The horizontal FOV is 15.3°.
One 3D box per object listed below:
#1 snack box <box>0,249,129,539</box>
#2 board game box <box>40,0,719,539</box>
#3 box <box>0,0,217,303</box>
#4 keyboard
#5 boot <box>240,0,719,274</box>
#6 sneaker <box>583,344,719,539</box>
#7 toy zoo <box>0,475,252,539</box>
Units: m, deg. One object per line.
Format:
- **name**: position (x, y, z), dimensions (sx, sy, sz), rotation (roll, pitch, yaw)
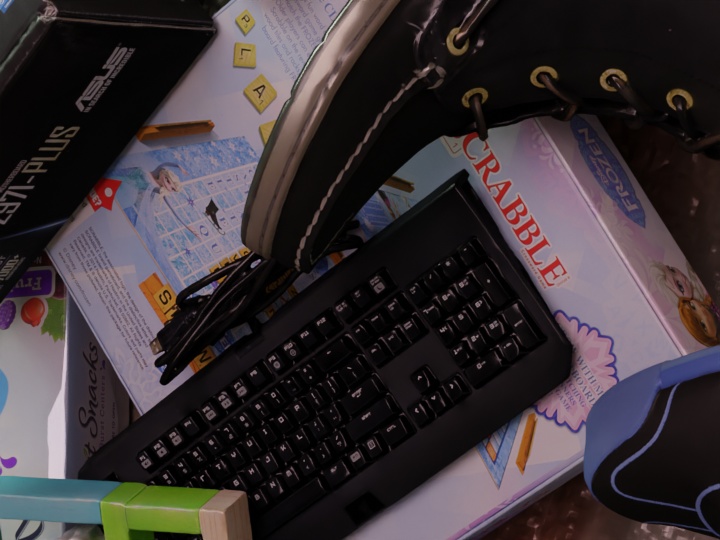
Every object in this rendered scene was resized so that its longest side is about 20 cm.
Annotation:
- **snack box**: position (-0.160, 0.065, 1.027), dimensions (0.142, 0.053, 0.200), rotation (-6, 76, 25)
- **board game box**: position (0.000, 0.000, 0.916), dimensions (0.200, 0.041, 0.200), rotation (-36, 79, 31)
- **box**: position (-0.173, -0.100, 0.944), dimensions (0.164, 0.086, 0.200), rotation (-48, 65, 27)
- **keyboard**: position (-0.030, 0.042, 0.894), dimensions (0.200, 0.040, 0.104), rotation (-38, 79, 30)
- **boot**: position (0.074, -0.053, 0.815), dimensions (0.154, 0.073, 0.204), rotation (36, 86, 5)
- **sneaker**: position (0.149, 0.066, 0.780), dimensions (0.200, 0.070, 0.078), rotation (-9, 53, 35)
- **toy zoo**: position (-0.127, 0.136, 0.948), dimensions (0.200, 0.020, 0.131), rotation (0, 107, 23)
